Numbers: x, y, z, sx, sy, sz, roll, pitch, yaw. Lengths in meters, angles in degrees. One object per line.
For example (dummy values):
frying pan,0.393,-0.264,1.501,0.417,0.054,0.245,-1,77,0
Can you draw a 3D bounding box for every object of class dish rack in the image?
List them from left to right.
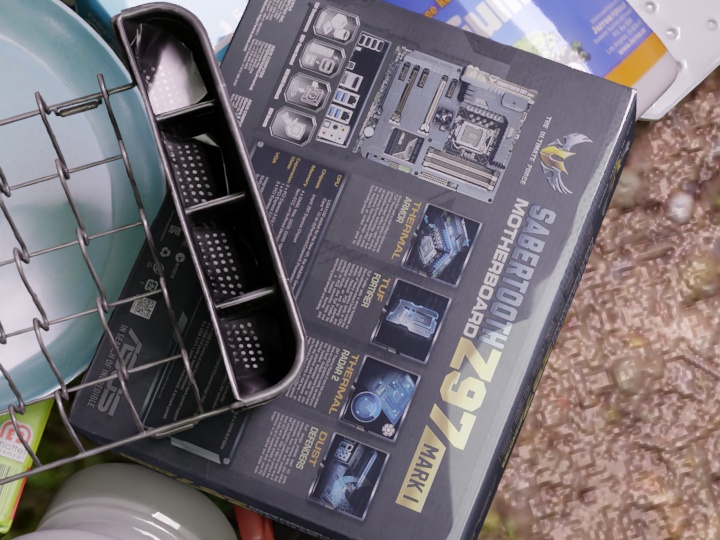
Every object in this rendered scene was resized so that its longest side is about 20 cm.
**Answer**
dish rack,-0.131,0.005,0.763,0.199,0.055,0.154,-18,74,-5

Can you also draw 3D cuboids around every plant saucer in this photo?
plant saucer,-0.176,-0.032,0.829,0.199,0.027,0.201,6,69,-15

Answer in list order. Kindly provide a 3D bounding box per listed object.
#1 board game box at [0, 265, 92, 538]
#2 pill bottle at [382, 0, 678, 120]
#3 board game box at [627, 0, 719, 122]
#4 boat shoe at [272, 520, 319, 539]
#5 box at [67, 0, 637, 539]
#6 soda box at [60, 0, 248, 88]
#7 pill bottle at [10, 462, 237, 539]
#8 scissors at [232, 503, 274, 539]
board game box,-0.220,0.026,0.842,0.199,0.048,0.102,21,75,-10
pill bottle,0.031,-0.123,0.899,0.112,0.112,0.200,-42,91,-17
board game box,0.133,-0.200,0.984,0.200,0.026,0.200,-42,92,-18
boat shoe,-0.003,0.140,0.872,0.073,0.074,0.201,24,68,-35
box,0.000,0.000,0.809,0.157,0.051,0.201,20,80,12
soda box,-0.083,-0.115,0.895,0.068,0.064,0.200,-41,92,-17
pill bottle,-0.112,0.168,0.775,0.111,0.111,0.200,31,41,-7
scissors,-0.037,0.115,0.848,0.014,0.073,0.201,-17,74,4
